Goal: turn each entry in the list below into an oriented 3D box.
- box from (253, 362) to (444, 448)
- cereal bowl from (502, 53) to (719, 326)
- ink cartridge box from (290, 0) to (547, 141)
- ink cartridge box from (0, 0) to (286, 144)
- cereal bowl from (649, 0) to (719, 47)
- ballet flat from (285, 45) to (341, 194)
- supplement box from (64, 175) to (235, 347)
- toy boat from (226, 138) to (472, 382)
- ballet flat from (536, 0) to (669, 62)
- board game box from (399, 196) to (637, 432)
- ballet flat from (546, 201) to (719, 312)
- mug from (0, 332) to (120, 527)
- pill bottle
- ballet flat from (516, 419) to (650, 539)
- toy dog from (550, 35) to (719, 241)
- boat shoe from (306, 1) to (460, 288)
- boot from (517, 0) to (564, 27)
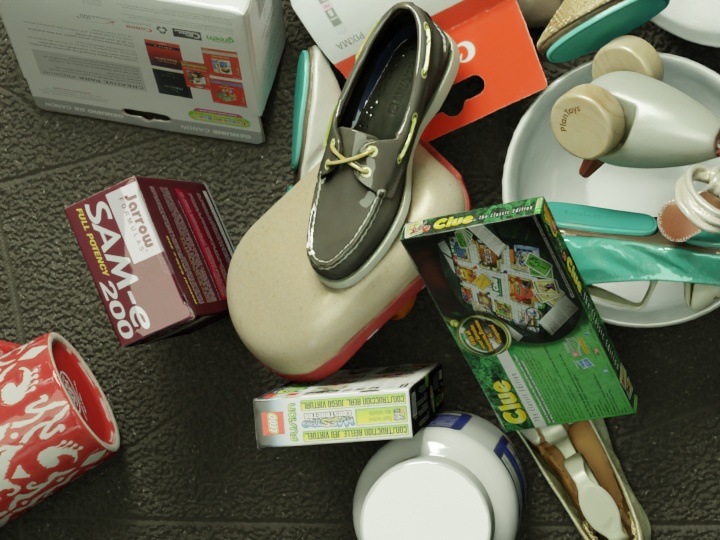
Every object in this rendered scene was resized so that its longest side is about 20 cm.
[{"bbox_3d":[-0.003,0.096,1.225,0.109,0.200,0.035,-5,91,9],"label":"box"},{"bbox_3d":[0.207,-0.058,1.243,0.199,0.083,0.201,0,90,9],"label":"cereal bowl"},{"bbox_3d":[0.030,-0.198,1.223,0.162,0.057,0.201,-22,81,35],"label":"ink cartridge box"},{"bbox_3d":[-0.164,-0.189,1.290,0.199,0.176,0.084,10,62,8],"label":"ink cartridge box"},{"bbox_3d":[0.267,-0.266,1.227,0.199,0.083,0.201,0,106,0],"label":"cereal bowl"},{"bbox_3d":[-0.029,-0.071,1.301,0.069,0.069,0.201,10,97,8],"label":"ballet flat"},{"bbox_3d":[-0.143,-0.008,1.245,0.061,0.200,0.109,-24,87,8],"label":"supplement box"},{"bbox_3d":[0.000,0.000,1.245,0.200,0.131,0.131,-43,54,1],"label":"toy boat"},{"bbox_3d":[0.206,-0.213,1.169,0.199,0.070,0.066,-24,77,17],"label":"ballet flat"},{"bbox_3d":[0.114,0.035,1.179,0.104,0.024,0.200,-12,129,23],"label":"board game box"},{"bbox_3d":[0.213,-0.007,1.174,0.199,0.067,0.071,3,118,9],"label":"ballet flat"},{"bbox_3d":[-0.309,0.124,1.310,0.199,0.133,0.178,-29,88,5],"label":"mug"},{"bbox_3d":[0.057,0.169,1.217,0.119,0.200,0.120,0,90,9],"label":"pill bottle"},{"bbox_3d":[0.161,0.134,1.270,0.067,0.062,0.200,-33,86,9],"label":"ballet flat"},{"bbox_3d":[0.215,-0.071,1.146,0.131,0.097,0.200,-22,52,-28],"label":"toy dog"},{"bbox_3d":[0.005,-0.089,1.165,0.071,0.061,0.202,14,77,31],"label":"boat shoe"},{"bbox_3d":[0.118,-0.209,1.274,0.145,0.070,0.201,12,100,0],"label":"boot"}]
